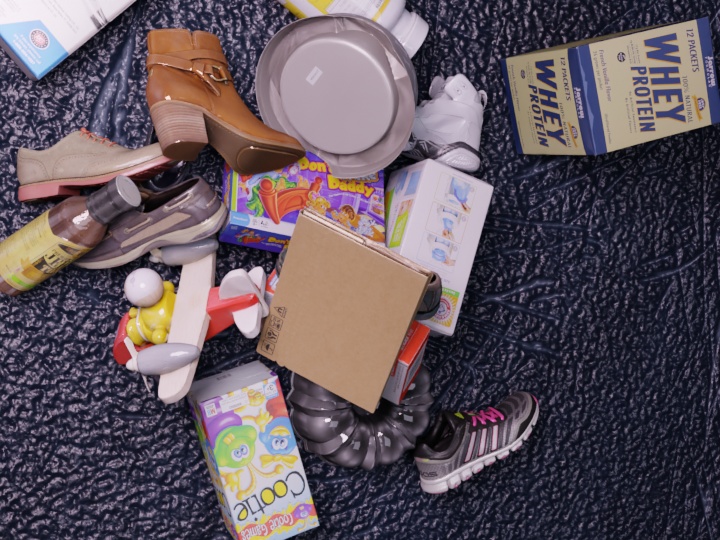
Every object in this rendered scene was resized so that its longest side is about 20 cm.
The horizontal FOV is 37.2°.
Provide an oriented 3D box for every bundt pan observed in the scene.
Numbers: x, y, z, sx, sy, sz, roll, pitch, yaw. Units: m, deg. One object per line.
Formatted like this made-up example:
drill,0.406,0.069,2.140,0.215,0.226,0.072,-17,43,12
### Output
bundt pan,0.008,0.170,1.395,0.201,0.076,0.203,-2,98,-19

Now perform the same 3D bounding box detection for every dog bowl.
dog bowl,-0.023,-0.212,1.269,0.199,0.059,0.201,9,120,16

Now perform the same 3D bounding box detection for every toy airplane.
toy airplane,-0.205,0.043,1.234,0.141,0.200,0.199,40,81,-32

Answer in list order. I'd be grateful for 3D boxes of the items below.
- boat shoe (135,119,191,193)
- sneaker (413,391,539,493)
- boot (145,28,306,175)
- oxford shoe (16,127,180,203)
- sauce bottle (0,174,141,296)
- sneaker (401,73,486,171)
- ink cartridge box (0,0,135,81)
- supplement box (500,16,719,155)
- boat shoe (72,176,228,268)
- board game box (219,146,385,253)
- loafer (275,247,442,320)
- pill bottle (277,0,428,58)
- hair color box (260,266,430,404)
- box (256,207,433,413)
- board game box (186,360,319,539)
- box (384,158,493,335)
boat shoe,-0.215,-0.180,1.277,0.074,0.062,0.201,20,88,-19
sneaker,0.152,0.216,1.453,0.200,0.074,0.088,-33,113,-9
boot,-0.159,-0.196,1.244,0.199,0.077,0.156,2,65,-34
oxford shoe,-0.301,-0.129,1.218,0.199,0.070,0.075,-11,89,6
sauce bottle,-0.333,-0.041,1.198,0.200,0.065,0.065,-30,109,22
sneaker,0.076,-0.204,1.377,0.199,0.075,0.115,14,90,-26
ink cartridge box,-0.337,-0.332,1.200,0.200,0.084,0.146,-43,109,-12
supplement box,0.323,-0.236,1.393,0.199,0.200,0.135,-16,102,-18
boat shoe,-0.255,-0.062,1.243,0.199,0.075,0.073,-17,118,7
board game box,-0.069,-0.084,1.316,0.199,0.045,0.135,11,59,-21
loafer,0.000,0.000,1.245,0.199,0.063,0.072,14,54,2
pill bottle,-0.017,-0.332,1.304,0.200,0.112,0.112,36,84,-21
hair color box,-0.022,0.073,1.300,0.200,0.111,0.064,28,60,12
box,-0.023,0.049,1.216,0.163,0.021,0.200,27,121,11
board game box,-0.136,0.230,1.333,0.105,0.103,0.201,-19,102,-17
box,0.077,-0.025,1.359,0.101,0.112,0.201,21,77,-21
